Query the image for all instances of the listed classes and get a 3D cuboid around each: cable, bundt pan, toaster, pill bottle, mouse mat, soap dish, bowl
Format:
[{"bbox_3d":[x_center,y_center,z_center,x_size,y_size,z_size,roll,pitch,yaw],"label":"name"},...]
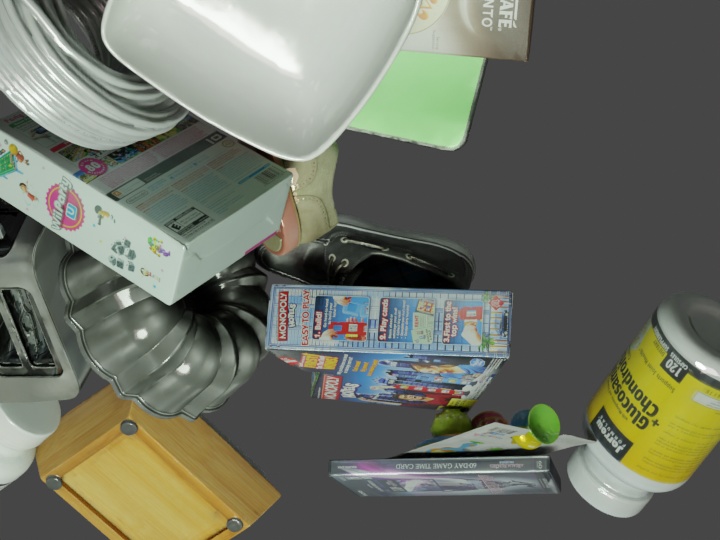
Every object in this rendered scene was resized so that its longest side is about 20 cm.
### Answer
[{"bbox_3d":[-0.214,-0.184,1.209,0.069,0.200,0.200,-27,97,29],"label":"cable"},{"bbox_3d":[-0.150,0.020,1.329,0.076,0.202,0.202,-31,115,36],"label":"bundt pan"},{"bbox_3d":[-0.322,0.019,1.386,0.180,0.119,0.200,0,130,16],"label":"toaster"},{"bbox_3d":[-0.383,0.170,1.520,0.200,0.111,0.111,-35,113,26],"label":"pill bottle"},{"bbox_3d":[0.028,-0.195,1.286,0.161,0.008,0.200,13,125,-1],"label":"mouse mat"},{"bbox_3d":[0.266,0.124,1.403,0.112,0.112,0.200,24,123,-9],"label":"pill bottle"},{"bbox_3d":[-0.201,0.201,1.535,0.157,0.081,0.200,-34,112,26],"label":"soap dish"},{"bbox_3d":[-0.065,-0.201,1.153,0.200,0.075,0.200,31,124,-8],"label":"bowl"}]

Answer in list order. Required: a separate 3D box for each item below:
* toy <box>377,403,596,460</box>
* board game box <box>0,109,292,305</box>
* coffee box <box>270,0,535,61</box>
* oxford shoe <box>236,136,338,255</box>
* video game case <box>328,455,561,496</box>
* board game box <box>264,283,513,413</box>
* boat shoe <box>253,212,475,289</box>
[{"bbox_3d":[0.106,0.149,1.440,0.115,0.047,0.200,13,161,-31],"label":"toy"},{"bbox_3d":[-0.179,-0.072,1.269,0.200,0.148,0.064,31,128,19],"label":"board game box"},{"bbox_3d":[0.036,-0.234,1.206,0.200,0.080,0.115,5,124,6],"label":"coffee box"},{"bbox_3d":[-0.061,-0.116,1.321,0.074,0.071,0.200,-21,121,-29],"label":"oxford shoe"},{"bbox_3d":[0.082,0.192,1.476,0.200,0.019,0.143,-2,164,11],"label":"video game case"},{"bbox_3d":[0.015,0.065,1.381,0.199,0.062,0.200,7,161,-5],"label":"board game box"},{"bbox_3d":[0.000,0.000,1.383,0.200,0.066,0.070,11,124,0],"label":"boat shoe"}]
